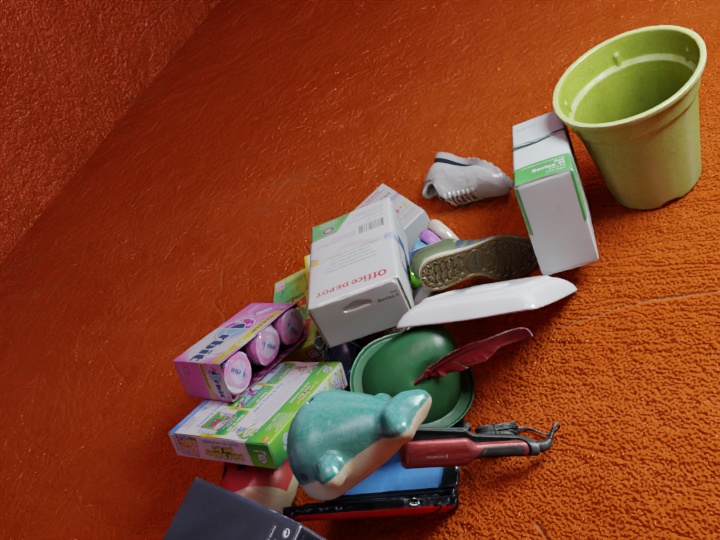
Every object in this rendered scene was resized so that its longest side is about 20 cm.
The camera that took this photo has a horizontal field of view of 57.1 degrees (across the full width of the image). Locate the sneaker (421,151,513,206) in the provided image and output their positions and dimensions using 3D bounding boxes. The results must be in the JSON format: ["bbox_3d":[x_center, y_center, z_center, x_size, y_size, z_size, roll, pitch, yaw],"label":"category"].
[{"bbox_3d":[0.188,-0.150,1.165,0.082,0.076,0.198,-57,33,-7],"label":"sneaker"}]

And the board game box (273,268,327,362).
[{"bbox_3d":[-0.108,0.086,1.181,0.099,0.048,0.203,-25,38,18],"label":"board game box"}]

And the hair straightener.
[{"bbox_3d":[0.140,0.194,0.790,0.193,0.042,0.077,-8,16,0],"label":"hair straightener"}]

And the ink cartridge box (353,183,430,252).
[{"bbox_3d":[0.041,-0.082,1.213,0.115,0.068,0.200,-42,35,-5],"label":"ink cartridge box"}]

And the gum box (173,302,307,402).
[{"bbox_3d":[-0.184,0.122,1.057,0.111,0.068,0.199,-4,24,38],"label":"gum box"}]

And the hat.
[{"bbox_3d":[0.083,0.088,0.837,0.193,0.179,0.169,-7,46,-8],"label":"hat"}]

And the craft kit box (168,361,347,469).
[{"bbox_3d":[-0.146,0.202,0.975,0.193,0.050,0.200,-7,21,34],"label":"craft kit box"}]

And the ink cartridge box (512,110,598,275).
[{"bbox_3d":[0.275,-0.117,0.946,0.081,0.149,0.202,-16,31,22],"label":"ink cartridge box"}]

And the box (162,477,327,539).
[{"bbox_3d":[-0.099,0.349,0.747,0.194,0.201,0.126,3,55,42],"label":"box"}]

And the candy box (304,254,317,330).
[{"bbox_3d":[-0.040,0.018,1.113,0.099,0.027,0.202,-17,33,2],"label":"candy box"}]

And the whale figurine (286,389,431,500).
[{"bbox_3d":[-0.010,0.181,0.767,0.199,0.105,0.159,-36,3,40],"label":"whale figurine"}]

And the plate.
[{"bbox_3d":[0.172,0.038,0.888,0.195,0.033,0.197,-11,-1,33],"label":"plate"}]

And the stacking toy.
[{"bbox_3d":[0.081,0.018,1.071,0.200,0.085,0.085,-47,35,-1],"label":"stacking toy"}]

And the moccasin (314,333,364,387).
[{"bbox_3d":[-0.043,0.104,1.085,0.079,0.069,0.202,-32,36,8],"label":"moccasin"}]

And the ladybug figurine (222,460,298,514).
[{"bbox_3d":[-0.152,0.288,0.979,0.133,0.072,0.203,-27,37,17],"label":"ladybug figurine"}]

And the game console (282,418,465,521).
[{"bbox_3d":[0.020,0.247,0.837,0.195,0.171,0.123,-16,67,29],"label":"game console"}]

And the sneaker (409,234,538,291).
[{"bbox_3d":[0.163,-0.023,0.991,0.194,0.069,0.090,-11,20,-15],"label":"sneaker"}]

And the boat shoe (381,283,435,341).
[{"bbox_3d":[0.068,0.107,0.990,0.203,0.063,0.071,-58,4,-16],"label":"boat shoe"}]

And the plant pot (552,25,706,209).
[{"bbox_3d":[0.391,-0.197,0.924,0.196,0.186,0.204,-23,38,19],"label":"plant pot"}]

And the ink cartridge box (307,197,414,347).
[{"bbox_3d":[0.000,0.000,1.002,0.141,0.089,0.203,-20,35,13],"label":"ink cartridge box"}]
